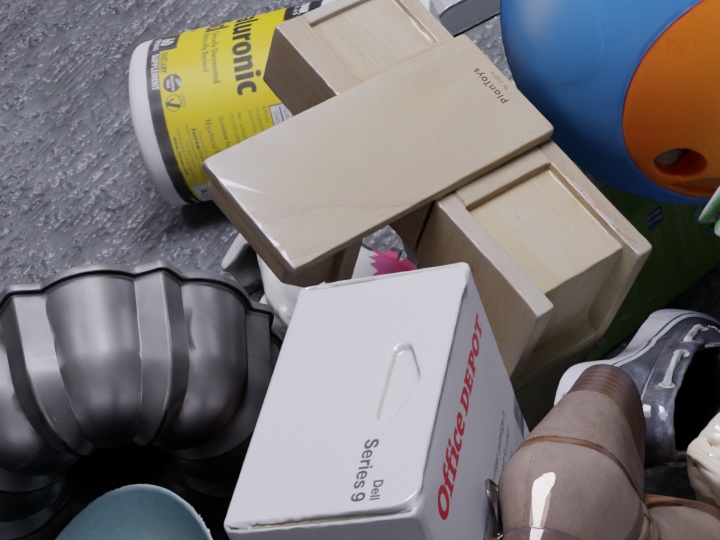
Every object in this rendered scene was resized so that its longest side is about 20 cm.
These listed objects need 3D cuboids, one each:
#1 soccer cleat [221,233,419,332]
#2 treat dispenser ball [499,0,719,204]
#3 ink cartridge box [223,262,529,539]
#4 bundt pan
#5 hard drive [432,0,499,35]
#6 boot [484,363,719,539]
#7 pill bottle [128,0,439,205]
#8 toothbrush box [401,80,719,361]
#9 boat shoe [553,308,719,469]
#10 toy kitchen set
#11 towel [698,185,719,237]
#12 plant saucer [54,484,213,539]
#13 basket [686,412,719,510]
[{"bbox_3d":[-0.009,0.019,1.053,0.086,0.070,0.200,-47,44,-5],"label":"soccer cleat"},{"bbox_3d":[0.170,-0.135,0.907,0.199,0.202,0.202,-11,43,10],"label":"treat dispenser ball"},{"bbox_3d":[0.027,0.119,0.762,0.083,0.201,0.147,-8,37,20],"label":"ink cartridge box"},{"bbox_3d":[-0.130,0.086,0.933,0.200,0.202,0.076,-18,53,3],"label":"bundt pan"},{"bbox_3d":[0.075,-0.256,1.325,0.131,0.026,0.200,-28,42,-7],"label":"hard drive"},{"bbox_3d":[0.106,0.143,0.744,0.070,0.201,0.147,-11,33,30],"label":"boot"},{"bbox_3d":[-0.042,-0.115,1.162,0.198,0.112,0.112,-12,43,9],"label":"pill bottle"},{"bbox_3d":[0.137,-0.050,1.043,0.199,0.086,0.145,-35,45,-17],"label":"toothbrush box"},{"bbox_3d":[0.161,0.058,0.873,0.067,0.072,0.200,-4,2,29],"label":"boat shoe"},{"bbox_3d":[0.000,0.000,0.900,0.162,0.181,0.200,-28,65,-30],"label":"toy kitchen set"},{"bbox_3d":[0.258,-0.086,0.841,0.199,0.153,0.023,-16,56,-41],"label":"towel"},{"bbox_3d":[-0.110,0.206,0.862,0.200,0.039,0.203,-26,55,43],"label":"plant saucer"},{"bbox_3d":[0.254,0.121,0.787,0.123,0.136,0.200,-39,45,-14],"label":"basket"}]
